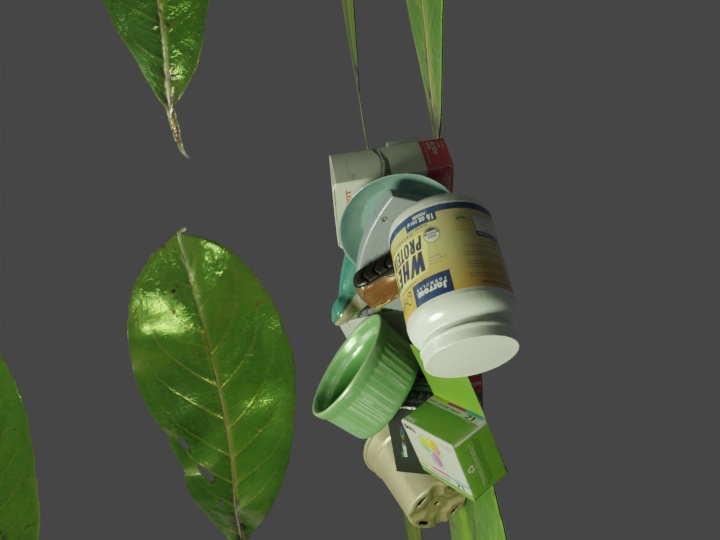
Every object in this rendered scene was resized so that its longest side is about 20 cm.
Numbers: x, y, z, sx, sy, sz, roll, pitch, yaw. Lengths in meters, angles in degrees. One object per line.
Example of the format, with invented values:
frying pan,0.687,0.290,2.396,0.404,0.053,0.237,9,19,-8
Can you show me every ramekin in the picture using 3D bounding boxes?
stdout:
ramekin,0.013,0.185,1.252,0.201,0.097,0.200,-52,12,15

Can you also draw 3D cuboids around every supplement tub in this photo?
supplement tub,0.120,0.020,0.946,0.145,0.141,0.203,88,172,-60

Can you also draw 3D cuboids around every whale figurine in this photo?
whale figurine,0.000,0.000,1.312,0.103,0.201,0.159,37,164,0

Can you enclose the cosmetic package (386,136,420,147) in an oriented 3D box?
cosmetic package,0.099,-0.146,1.418,0.102,0.070,0.203,87,174,-56

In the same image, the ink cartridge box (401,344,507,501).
ink cartridge box,0.124,0.227,1.128,0.147,0.075,0.203,12,130,62

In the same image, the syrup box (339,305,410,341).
syrup box,0.058,0.081,1.336,0.079,0.198,0.082,-43,-71,-44

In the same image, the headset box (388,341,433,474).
headset box,0.114,0.250,1.357,0.201,0.091,0.177,-67,-27,-51

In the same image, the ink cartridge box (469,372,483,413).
ink cartridge box,0.171,0.182,1.241,0.109,0.049,0.204,-107,10,-67

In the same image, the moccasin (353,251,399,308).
moccasin,0.087,-0.003,1.116,0.078,0.200,0.074,49,-166,-34

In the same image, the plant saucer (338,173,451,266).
plant saucer,0.063,-0.076,1.182,0.039,0.197,0.204,-95,-1,-53

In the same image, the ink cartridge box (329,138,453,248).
ink cartridge box,0.050,-0.127,1.228,0.148,0.196,0.084,86,174,-47

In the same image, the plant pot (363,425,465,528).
plant pot,0.128,0.428,1.561,0.184,0.197,0.203,-122,20,-49

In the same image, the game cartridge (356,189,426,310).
game cartridge,0.064,-0.029,1.163,0.041,0.131,0.203,-104,27,-55
